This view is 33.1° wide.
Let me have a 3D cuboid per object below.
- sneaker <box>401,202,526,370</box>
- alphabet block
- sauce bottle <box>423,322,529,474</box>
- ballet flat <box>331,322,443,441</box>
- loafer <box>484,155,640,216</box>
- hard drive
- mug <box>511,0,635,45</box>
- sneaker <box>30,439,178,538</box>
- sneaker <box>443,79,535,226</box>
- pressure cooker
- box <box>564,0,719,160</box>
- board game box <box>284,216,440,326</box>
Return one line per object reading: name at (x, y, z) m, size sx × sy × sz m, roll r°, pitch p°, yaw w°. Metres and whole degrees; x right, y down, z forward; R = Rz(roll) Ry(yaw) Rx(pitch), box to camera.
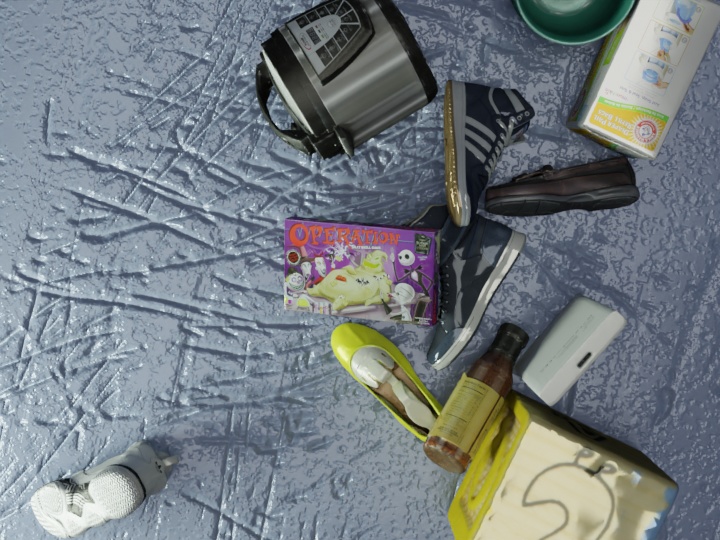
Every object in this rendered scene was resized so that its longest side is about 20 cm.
sneaker at (0.097, 0.010, 1.518) m, size 0.146 × 0.077 × 0.203 m, roll 28°, pitch 90°, yaw -8°
alphabet block at (0.241, 0.284, 1.486) m, size 0.200 × 0.196 × 0.196 m, roll 25°, pitch 91°, yaw -3°
sauce bottle at (0.150, 0.156, 1.512) m, size 0.066 × 0.066 × 0.200 m, roll 36°, pitch 66°, yaw -3°
ballet flat at (0.042, 0.144, 1.535) m, size 0.067 × 0.067 × 0.200 m, roll -44°, pitch 94°, yaw 4°
loafer at (0.251, -0.108, 1.529) m, size 0.200 × 0.072 × 0.063 m, roll -4°, pitch 75°, yaw -7°
hard drive at (0.250, 0.092, 1.469) m, size 0.027 × 0.200 × 0.132 m, roll 41°, pitch 92°, yaw -4°
mug at (0.259, -0.372, 1.468) m, size 0.152 × 0.114 × 0.185 m, roll 19°, pitch 106°, yaw -4°
sneaker at (-0.321, 0.276, 1.536) m, size 0.200 × 0.115 × 0.075 m, roll -21°, pitch 95°, yaw 35°
sneaker at (0.160, -0.145, 1.488) m, size 0.108 × 0.070 × 0.200 m, roll 3°, pitch 64°, yaw -5°
pressure cooker at (-0.027, -0.231, 1.454) m, size 0.200 × 0.176 × 0.179 m, roll -30°, pitch 104°, yaw 2°
box at (0.347, -0.246, 1.491) m, size 0.101 × 0.112 × 0.200 m, roll 24°, pitch 94°, yaw -4°
board game box at (0.000, 0.000, 1.499) m, size 0.200 × 0.032 × 0.120 m, roll 5°, pitch 100°, yaw 21°
